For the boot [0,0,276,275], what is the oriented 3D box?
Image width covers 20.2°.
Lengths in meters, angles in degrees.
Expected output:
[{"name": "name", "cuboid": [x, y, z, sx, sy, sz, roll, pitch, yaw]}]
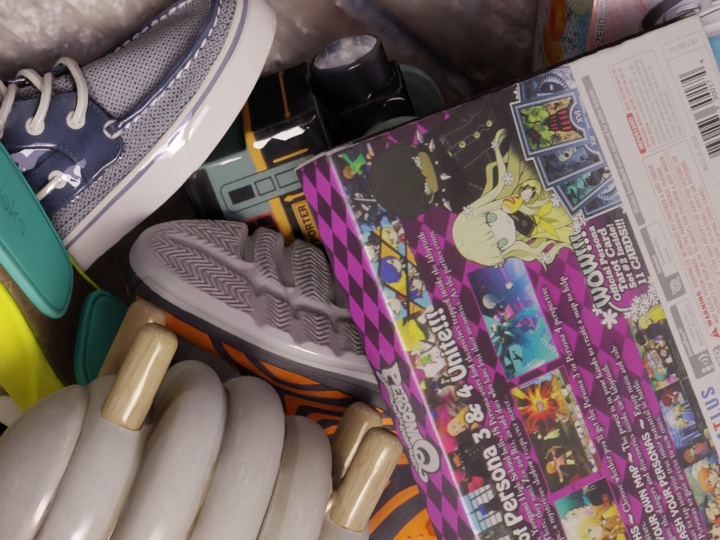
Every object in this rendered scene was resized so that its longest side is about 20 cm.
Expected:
[{"name": "boot", "cuboid": [-0.127, -0.053, 0.795, 0.200, 0.073, 0.090, -47, 122, 6]}]

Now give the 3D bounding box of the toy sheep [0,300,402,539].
[{"name": "toy sheep", "cuboid": [-0.066, 0.091, 0.717, 0.199, 0.138, 0.139, 26, 103, -9]}]

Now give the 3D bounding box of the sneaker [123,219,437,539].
[{"name": "sneaker", "cuboid": [-0.015, 0.062, 0.807, 0.199, 0.078, 0.112, 25, 119, -10]}]

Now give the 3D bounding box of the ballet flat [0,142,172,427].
[{"name": "ballet flat", "cuboid": [-0.128, 0.024, 0.776, 0.067, 0.067, 0.201, -15, 128, 21]}]

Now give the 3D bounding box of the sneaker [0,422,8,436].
[{"name": "sneaker", "cuboid": [-0.143, 0.084, 0.850, 0.198, 0.076, 0.077, 12, 118, -15]}]

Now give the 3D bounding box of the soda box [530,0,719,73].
[{"name": "soda box", "cuboid": [0.110, -0.033, 0.882, 0.068, 0.064, 0.202, -2, 113, -16]}]

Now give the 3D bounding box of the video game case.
[{"name": "video game case", "cuboid": [0.090, 0.022, 0.772, 0.180, 0.036, 0.201, -23, 92, -27]}]

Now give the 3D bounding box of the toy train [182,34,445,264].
[{"name": "toy train", "cuboid": [0.000, 0.000, 0.857, 0.113, 0.085, 0.201, -18, 118, 5]}]
